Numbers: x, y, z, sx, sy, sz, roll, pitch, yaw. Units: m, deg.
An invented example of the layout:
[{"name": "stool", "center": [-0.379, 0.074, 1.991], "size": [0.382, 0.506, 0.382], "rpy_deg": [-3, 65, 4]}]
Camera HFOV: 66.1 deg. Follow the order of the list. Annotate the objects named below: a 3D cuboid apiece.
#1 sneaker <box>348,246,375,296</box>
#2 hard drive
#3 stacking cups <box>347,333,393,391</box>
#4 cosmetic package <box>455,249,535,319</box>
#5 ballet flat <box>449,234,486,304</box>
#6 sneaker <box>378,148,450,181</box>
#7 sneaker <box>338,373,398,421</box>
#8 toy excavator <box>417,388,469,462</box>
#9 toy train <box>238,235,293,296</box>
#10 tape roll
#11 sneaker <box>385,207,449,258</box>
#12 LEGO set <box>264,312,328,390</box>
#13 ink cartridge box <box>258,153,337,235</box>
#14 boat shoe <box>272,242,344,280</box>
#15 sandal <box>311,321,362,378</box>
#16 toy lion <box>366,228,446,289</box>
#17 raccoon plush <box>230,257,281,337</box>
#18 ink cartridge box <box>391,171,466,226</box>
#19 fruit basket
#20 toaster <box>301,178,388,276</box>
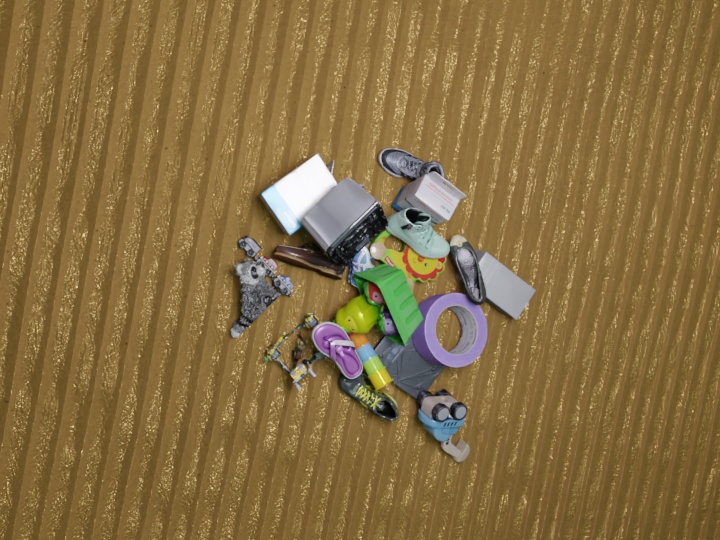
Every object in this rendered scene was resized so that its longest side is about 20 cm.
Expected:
[{"name": "sneaker", "center": [0.000, 0.000, 1.484], "size": [0.077, 0.076, 0.202], "rpy_deg": [-28, 104, -13]}, {"name": "hard drive", "center": [0.127, 0.255, 1.559], "size": [0.200, 0.042, 0.135], "rpy_deg": [40, 86, -13]}, {"name": "stacking cups", "center": [0.011, 0.225, 1.492], "size": [0.060, 0.061, 0.201], "rpy_deg": [-31, 77, -8]}, {"name": "cosmetic package", "center": [0.386, 0.040, 1.580], "size": [0.199, 0.090, 0.107], "rpy_deg": [37, 87, -16]}, {"name": "ballet flat", "center": [0.295, -0.005, 1.493], "size": [0.066, 0.057, 0.202], "rpy_deg": [-20, 80, 3]}, {"name": "sneaker", "center": [0.148, -0.276, 1.481], "size": [0.198, 0.114, 0.076], "rpy_deg": [23, 89, -14]}, {"name": "sneaker", "center": [0.031, 0.345, 1.523], "size": [0.199, 0.085, 0.075], "rpy_deg": [33, 86, -14]}, {"name": "toy excavator", "center": [0.240, 0.449, 1.570], "size": [0.193, 0.100, 0.202], "rpy_deg": [5, 104, -31]}, {"name": "toy train", "center": [-0.243, -0.011, 1.457], "size": [0.046, 0.034, 0.200], "rpy_deg": [-44, 102, -17]}, {"name": "tape roll", "center": [0.246, 0.165, 1.536], "size": [0.198, 0.085, 0.202], "rpy_deg": [2, 84, -22]}, {"name": "sneaker", "center": [0.173, -0.096, 1.460], "size": [0.199, 0.118, 0.074], "rpy_deg": [26, 70, -18]}, {"name": "LEGO set", "center": [-0.147, 0.213, 1.453], "size": [0.199, 0.116, 0.155], "rpy_deg": [-32, 101, -9]}, {"name": "ink cartridge box", "center": [-0.142, -0.199, 1.413], "size": [0.199, 0.128, 0.126], "rpy_deg": [-36, 102, -8]}, {"name": "boat shoe", "center": [-0.132, -0.036, 1.463], "size": [0.198, 0.070, 0.071], "rpy_deg": [19, 76, -23]}, {"name": "sandal", "center": [-0.047, 0.205, 1.412], "size": [0.083, 0.050, 0.203], "rpy_deg": [-46, 124, -12]}, {"name": "toy lion", "center": [0.136, -0.044, 1.531], "size": [0.192, 0.069, 0.200], "rpy_deg": [-43, 102, -13]}, {"name": "raccoon plush", "center": [-0.302, 0.066, 1.412], "size": [0.200, 0.097, 0.134], "rpy_deg": [-44, 94, 4]}, {"name": "ink cartridge box", "center": [0.176, -0.180, 1.447], "size": [0.115, 0.200, 0.068], "rpy_deg": [33, 76, -13]}, {"name": "fruit basket", "center": [0.034, 0.105, 1.428], "size": [0.214, 0.155, 0.218], "rpy_deg": [-7, 105, -28]}, {"name": "toaster", "center": [-0.038, -0.109, 1.364], "size": [0.200, 0.181, 0.119], "rpy_deg": [-44, 74, 0]}]
